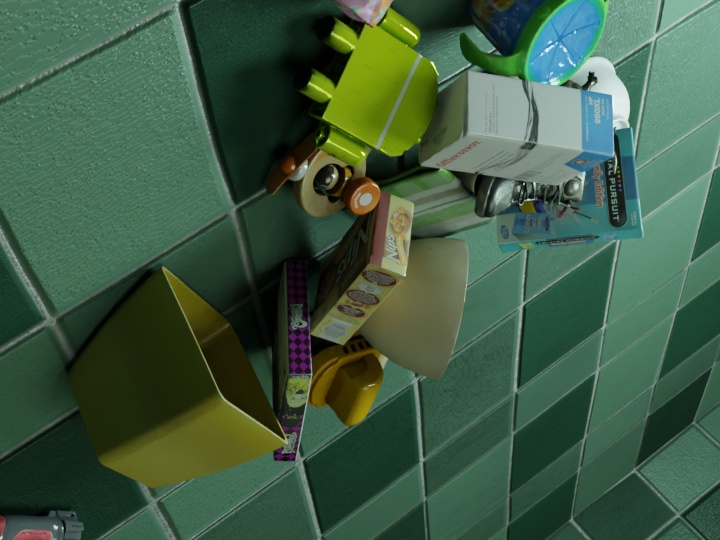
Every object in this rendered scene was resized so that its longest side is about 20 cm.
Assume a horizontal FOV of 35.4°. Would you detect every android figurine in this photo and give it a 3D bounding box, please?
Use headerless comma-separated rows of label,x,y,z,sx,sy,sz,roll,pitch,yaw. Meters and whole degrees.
android figurine,0.016,-0.210,1.305,0.200,0.041,0.183,22,93,-41

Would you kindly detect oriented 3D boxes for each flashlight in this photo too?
flashlight,-0.449,0.353,1.475,0.068,0.068,0.200,-51,148,9

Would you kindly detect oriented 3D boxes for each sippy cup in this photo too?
sippy cup,0.207,-0.310,1.377,0.177,0.130,0.140,-4,130,-47

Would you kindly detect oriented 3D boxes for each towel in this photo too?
towel,0.085,-0.091,1.540,0.149,0.031,0.200,-17,155,22

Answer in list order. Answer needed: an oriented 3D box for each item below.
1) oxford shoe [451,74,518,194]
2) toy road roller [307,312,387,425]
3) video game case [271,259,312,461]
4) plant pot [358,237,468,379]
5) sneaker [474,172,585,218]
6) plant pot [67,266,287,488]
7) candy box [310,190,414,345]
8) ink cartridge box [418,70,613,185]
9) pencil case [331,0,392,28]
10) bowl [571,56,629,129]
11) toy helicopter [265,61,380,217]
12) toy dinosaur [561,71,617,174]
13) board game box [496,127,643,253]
oxford shoe,0.183,-0.183,1.559,0.071,0.074,0.201,-16,139,-39
toy road roller,-0.008,0.143,1.660,0.199,0.146,0.123,-12,137,-42
video game case,-0.093,0.119,1.497,0.036,0.200,0.182,4,134,-9
plant pot,0.061,0.043,1.585,0.134,0.201,0.201,11,131,-6
sneaker,0.231,-0.119,1.506,0.199,0.114,0.076,-38,146,-48
plant pot,-0.235,0.151,1.376,0.176,0.200,0.200,-32,150,4
candy box,0.000,0.000,1.466,0.055,0.116,0.200,19,145,-16
ink cartridge box,0.189,-0.172,1.387,0.199,0.085,0.145,6,168,-19
pencil case,0.041,-0.353,1.183,0.200,0.087,0.087,-51,149,10
bowl,0.338,-0.213,1.691,0.201,0.090,0.202,-30,146,-23
toy helicopter,-0.044,-0.154,1.353,0.132,0.079,0.201,-13,128,-28
toy dinosaur,0.289,-0.215,1.560,0.102,0.201,0.077,-17,175,-22
board game box,0.291,-0.113,1.598,0.199,0.152,0.047,-6,163,14
